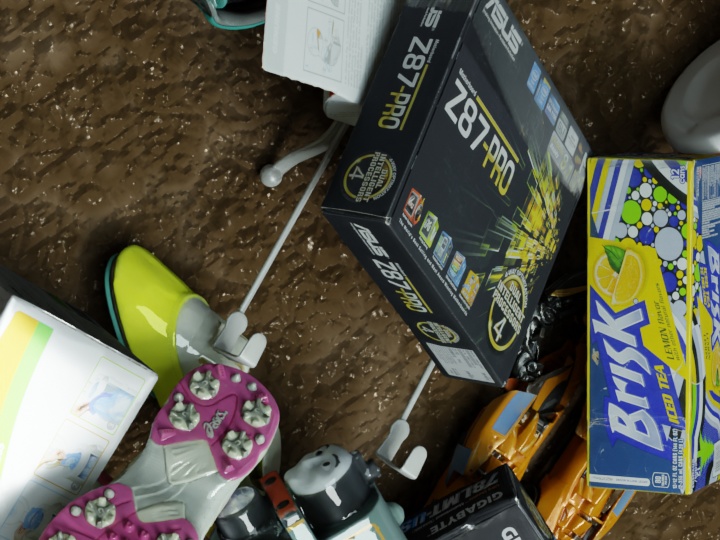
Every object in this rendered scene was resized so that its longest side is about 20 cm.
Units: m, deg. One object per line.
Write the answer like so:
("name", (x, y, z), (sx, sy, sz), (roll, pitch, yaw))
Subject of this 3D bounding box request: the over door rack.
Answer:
("over door rack", (0.000, 0.000, 1.521), (0.148, 0.066, 0.201), (35, 67, -30))

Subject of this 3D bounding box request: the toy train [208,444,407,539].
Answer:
("toy train", (-0.007, 0.194, 1.503), (0.114, 0.085, 0.200), (-31, 112, -4))

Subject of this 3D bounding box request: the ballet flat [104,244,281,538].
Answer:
("ballet flat", (-0.087, 0.071, 1.504), (0.067, 0.067, 0.201), (-56, 135, -53))

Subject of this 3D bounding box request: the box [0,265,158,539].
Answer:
("box", (-0.219, 0.106, 1.428), (0.101, 0.112, 0.200), (31, 91, -29))

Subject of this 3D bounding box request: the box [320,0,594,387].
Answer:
("box", (0.059, -0.050, 1.451), (0.200, 0.049, 0.162), (54, 52, -52))

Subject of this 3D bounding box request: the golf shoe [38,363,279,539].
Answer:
("golf shoe", (-0.117, 0.142, 1.412), (0.075, 0.092, 0.200), (38, 57, 8))

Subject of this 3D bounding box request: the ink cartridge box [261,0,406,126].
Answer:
("ink cartridge box", (-0.012, -0.167, 1.411), (0.200, 0.047, 0.161), (13, 79, -59))

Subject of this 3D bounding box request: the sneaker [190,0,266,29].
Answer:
("sneaker", (-0.106, -0.185, 1.394), (0.199, 0.121, 0.084), (13, 99, -28))

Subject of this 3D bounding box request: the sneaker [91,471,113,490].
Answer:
("sneaker", (-0.144, 0.210, 1.520), (0.087, 0.074, 0.200), (-28, 122, -2))

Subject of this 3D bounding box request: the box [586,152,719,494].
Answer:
("box", (0.178, 0.030, 1.552), (0.064, 0.070, 0.201), (-10, 101, -63))

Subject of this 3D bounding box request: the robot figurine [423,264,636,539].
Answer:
("robot figurine", (0.135, 0.098, 1.629), (0.145, 0.058, 0.200), (35, 88, -26))

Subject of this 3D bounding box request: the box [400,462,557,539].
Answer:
("box", (0.055, 0.245, 1.601), (0.198, 0.050, 0.200), (-28, 117, 10))

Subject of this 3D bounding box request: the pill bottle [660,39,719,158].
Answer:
("pill bottle", (0.286, -0.052, 1.632), (0.112, 0.112, 0.200), (-46, 120, -8))
